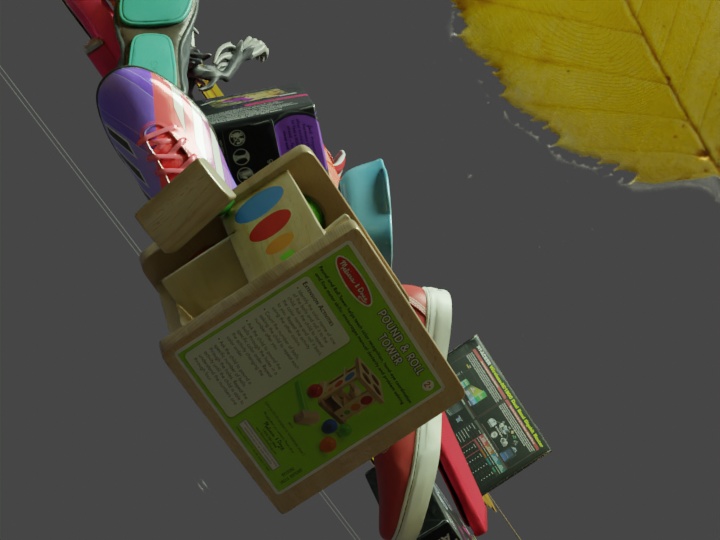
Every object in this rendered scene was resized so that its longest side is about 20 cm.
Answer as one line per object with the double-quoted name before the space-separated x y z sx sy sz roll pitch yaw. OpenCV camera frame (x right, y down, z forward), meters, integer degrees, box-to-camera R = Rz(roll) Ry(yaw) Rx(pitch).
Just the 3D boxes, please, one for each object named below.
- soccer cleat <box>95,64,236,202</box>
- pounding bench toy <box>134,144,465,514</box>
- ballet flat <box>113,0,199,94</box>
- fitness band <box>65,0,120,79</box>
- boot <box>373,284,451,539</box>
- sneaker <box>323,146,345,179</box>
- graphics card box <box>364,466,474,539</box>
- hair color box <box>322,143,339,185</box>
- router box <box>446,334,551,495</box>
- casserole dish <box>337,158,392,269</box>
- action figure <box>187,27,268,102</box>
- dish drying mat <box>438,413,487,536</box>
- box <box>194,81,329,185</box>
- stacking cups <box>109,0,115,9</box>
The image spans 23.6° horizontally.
"soccer cleat" -0.120 -0.055 1.212 0.200 0.068 0.073 59 6 -11
"pounding bench toy" -0.058 -0.001 0.976 0.200 0.124 0.156 56 2 -27
"ballet flat" -0.166 -0.177 1.387 0.073 0.073 0.201 55 24 -43
"fitness band" -0.203 -0.175 1.494 0.200 0.037 0.144 57 -1 -26
"boot" -0.010 0.108 1.329 0.072 0.144 0.201 147 -53 -78
"sneaker" -0.067 -0.085 1.835 0.200 0.071 0.113 -157 -107 -70
"graphics card box" 0.083 0.256 1.454 0.200 0.051 0.126 55 3 -28
"hair color box" -0.061 -0.052 1.691 0.061 0.101 0.200 41 21 -58
"router box" 0.159 0.215 2.472 0.200 0.150 0.062 58 1 7
"casserole dish" 0.000 0.000 1.423 0.200 0.039 0.121 93 -6 -45
"action figure" -0.150 -0.175 1.636 0.102 0.118 0.200 -60 136 -37
"dish drying mat" 0.063 0.132 1.502 0.077 0.018 0.201 -72 138 -73
"box" -0.084 -0.083 1.447 0.200 0.106 0.123 -114 -167 -78
"stacking cups" -0.211 -0.258 1.503 0.061 0.060 0.200 57 -5 8
